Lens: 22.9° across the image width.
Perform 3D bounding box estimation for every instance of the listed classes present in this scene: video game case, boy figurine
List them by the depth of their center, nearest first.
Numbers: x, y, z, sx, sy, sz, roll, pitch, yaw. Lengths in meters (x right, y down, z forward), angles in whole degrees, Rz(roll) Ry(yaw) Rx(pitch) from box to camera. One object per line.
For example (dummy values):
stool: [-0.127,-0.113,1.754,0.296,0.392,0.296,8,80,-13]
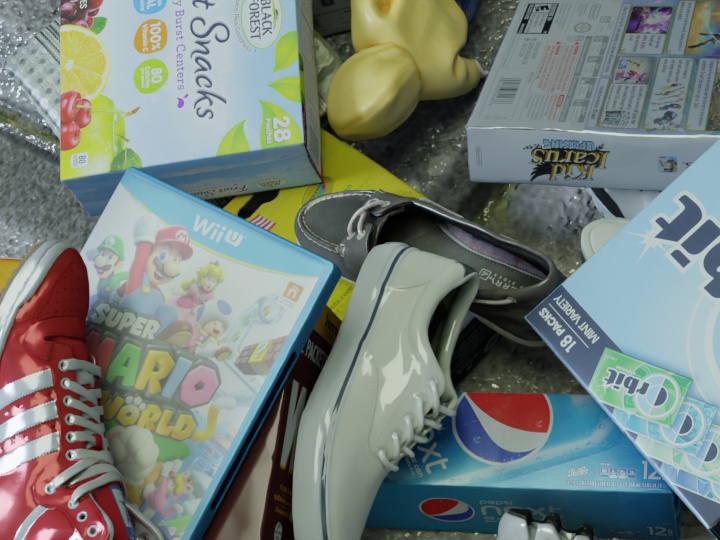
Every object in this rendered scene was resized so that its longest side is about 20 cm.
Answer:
video game case: [-0.117,0.057,0.976,0.142,0.018,0.201,25,80,21]
video game case: [0.176,-0.118,1.159,0.180,0.046,0.200,2,33,16]
boy figurine: [0.038,-0.163,1.233,0.064,0.124,0.201,-26,33,49]

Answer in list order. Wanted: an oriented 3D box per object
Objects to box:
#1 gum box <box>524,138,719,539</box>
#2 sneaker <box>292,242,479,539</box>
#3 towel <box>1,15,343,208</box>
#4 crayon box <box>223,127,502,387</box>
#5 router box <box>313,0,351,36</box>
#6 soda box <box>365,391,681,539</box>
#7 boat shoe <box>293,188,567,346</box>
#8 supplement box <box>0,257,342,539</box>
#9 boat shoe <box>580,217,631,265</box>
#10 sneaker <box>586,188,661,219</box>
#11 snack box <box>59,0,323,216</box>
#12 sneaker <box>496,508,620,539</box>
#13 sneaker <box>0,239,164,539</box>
gum box: [0.219,0.021,0.988,0.200,0.045,0.170,-42,58,5]
sneaker: [0.016,0.075,1.008,0.070,0.073,0.201,6,68,25]
towel: [-0.126,-0.133,1.262,0.192,0.035,0.200,-39,72,-6]
crayon box: [0.000,0.000,1.165,0.200,0.051,0.127,37,72,30]
router box: [-0.086,-0.248,1.350,0.198,0.049,0.181,-14,55,5]
soda box: [0.090,0.115,1.057,0.198,0.068,0.065,0,58,14]
boat shoe: [0.043,-0.015,1.099,0.199,0.057,0.067,22,65,25]
supplement box: [-0.121,0.112,1.042,0.196,0.133,0.202,4,74,16]
boat shoe: [0.198,0.048,1.076,0.072,0.062,0.200,-23,54,-27]
sneaker: [0.218,-0.043,1.125,0.074,0.080,0.200,-43,56,-13]
snack box: [-0.116,-0.149,1.202,0.167,0.068,0.202,-7,68,9]
sneaker: [0.164,0.199,0.992,0.199,0.075,0.082,18,89,16]
sneaker: [-0.148,0.089,0.926,0.112,0.071,0.202,12,84,22]
